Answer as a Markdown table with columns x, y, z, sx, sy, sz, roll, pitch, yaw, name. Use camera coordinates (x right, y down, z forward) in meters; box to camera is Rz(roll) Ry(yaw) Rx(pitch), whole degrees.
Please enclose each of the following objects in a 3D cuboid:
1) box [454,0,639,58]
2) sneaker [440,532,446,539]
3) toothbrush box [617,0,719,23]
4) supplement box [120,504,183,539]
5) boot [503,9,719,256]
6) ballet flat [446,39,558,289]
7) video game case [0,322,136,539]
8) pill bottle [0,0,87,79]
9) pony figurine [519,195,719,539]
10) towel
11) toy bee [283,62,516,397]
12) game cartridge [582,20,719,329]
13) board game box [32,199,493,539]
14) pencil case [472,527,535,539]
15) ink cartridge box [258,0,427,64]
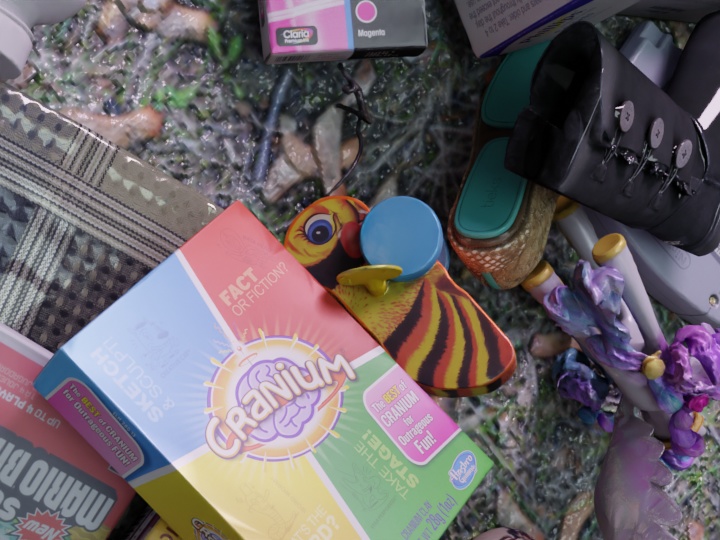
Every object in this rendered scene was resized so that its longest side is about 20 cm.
| x | y | z | sx | sy | sz | roll | pitch | yaw | name |
| --- | --- | --- | --- | --- | --- | --- | --- | --- | --- |
| 0.120 | -0.252 | 0.826 | 0.104 | 0.184 | 0.202 | -19 | 89 | -30 | box |
| 0.018 | 0.187 | 0.856 | 0.078 | 0.075 | 0.202 | -16 | 95 | -13 | sneaker |
| 0.231 | -0.273 | 0.963 | 0.144 | 0.086 | 0.203 | -1 | 91 | -29 | toothbrush box |
| -0.057 | 0.216 | 0.757 | 0.199 | 0.103 | 0.131 | 39 | 70 | -6 | supplement box |
| 0.173 | -0.107 | 0.869 | 0.199 | 0.065 | 0.167 | 17 | 81 | -46 | boot |
| 0.102 | -0.070 | 0.896 | 0.201 | 0.070 | 0.066 | -63 | 148 | -33 | ballet flat |
| -0.205 | 0.130 | 0.723 | 0.142 | 0.017 | 0.201 | 34 | 87 | -25 | video game case |
| -0.170 | -0.204 | 0.716 | 0.112 | 0.112 | 0.202 | 24 | 78 | -27 | pill bottle |
| 0.180 | 0.065 | 0.884 | 0.166 | 0.193 | 0.201 | -35 | 107 | 3 | pony figurine |
| -0.174 | 0.016 | 0.765 | 0.199 | 0.034 | 0.194 | 30 | 72 | -24 | towel |
| 0.000 | 0.000 | 0.831 | 0.108 | 0.201 | 0.131 | -31 | 144 | 2 | toy bee |
| 0.220 | -0.054 | 0.986 | 0.200 | 0.041 | 0.134 | 45 | 73 | -22 | game cartridge |
| -0.044 | 0.080 | 0.732 | 0.200 | 0.040 | 0.153 | 45 | 45 | 0 | board game box |
| 0.114 | 0.199 | 0.837 | 0.089 | 0.200 | 0.079 | -14 | 91 | -16 | pencil case |
| -0.017 | -0.223 | 0.832 | 0.094 | 0.037 | 0.202 | -5 | 88 | -11 | ink cartridge box |
